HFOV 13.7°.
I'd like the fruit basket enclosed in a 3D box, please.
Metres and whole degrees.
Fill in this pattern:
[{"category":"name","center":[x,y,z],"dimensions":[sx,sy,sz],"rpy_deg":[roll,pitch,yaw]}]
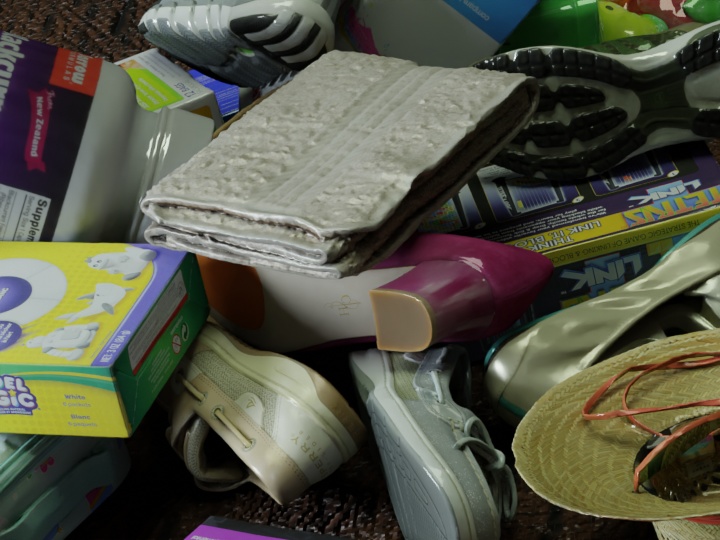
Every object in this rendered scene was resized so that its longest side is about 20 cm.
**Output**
[{"category":"fruit basket","center":[0.166,-0.158,1.846],"dimensions":[0.199,0.094,0.185],"rpy_deg":[-13,25,-5]}]

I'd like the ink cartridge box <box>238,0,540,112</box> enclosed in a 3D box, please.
[{"category":"ink cartridge box","center":[0.016,-0.140,1.775],"dimensions":[0.200,0.085,0.145],"rpy_deg":[-51,16,18]}]

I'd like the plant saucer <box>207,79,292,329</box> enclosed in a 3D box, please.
[{"category":"plant saucer","center":[-0.046,-0.028,1.649],"dimensions":[0.200,0.035,0.200],"rpy_deg":[-30,33,22]}]

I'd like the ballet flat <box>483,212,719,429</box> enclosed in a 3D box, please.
[{"category":"ballet flat","center":[0.153,0.032,1.508],"dimensions":[0.200,0.070,0.069],"rpy_deg":[-29,29,-24]}]

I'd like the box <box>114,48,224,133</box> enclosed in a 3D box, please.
[{"category":"box","center":[-0.181,-0.040,1.772],"dimensions":[0.200,0.102,0.112],"rpy_deg":[-22,26,-16]}]

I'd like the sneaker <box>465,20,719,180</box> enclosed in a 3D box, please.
[{"category":"sneaker","center":[0.146,-0.099,1.647],"dimensions":[0.199,0.077,0.089],"rpy_deg":[-6,14,5]}]

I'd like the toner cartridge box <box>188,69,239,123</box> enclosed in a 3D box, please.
[{"category":"toner cartridge box","center":[-0.043,-0.114,1.920],"dimensions":[0.199,0.043,0.095],"rpy_deg":[-20,26,-12]}]

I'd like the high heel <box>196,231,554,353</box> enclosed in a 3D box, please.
[{"category":"high heel","center":[0.000,0.000,1.525],"dimensions":[0.096,0.068,0.200],"rpy_deg":[-21,17,-41]}]

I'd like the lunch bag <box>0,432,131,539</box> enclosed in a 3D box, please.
[{"category":"lunch bag","center":[-0.215,0.107,1.515],"dimensions":[0.160,0.077,0.200],"rpy_deg":[2,30,32]}]

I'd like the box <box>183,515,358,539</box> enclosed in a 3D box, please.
[{"category":"box","center":[-0.068,0.182,1.335],"dimensions":[0.143,0.036,0.200],"rpy_deg":[6,30,37]}]

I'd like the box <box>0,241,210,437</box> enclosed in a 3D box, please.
[{"category":"box","center":[-0.189,0.031,1.512],"dimensions":[0.199,0.048,0.117],"rpy_deg":[-1,32,22]}]

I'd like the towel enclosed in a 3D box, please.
[{"category":"towel","center":[-0.010,-0.060,1.533],"dimensions":[0.132,0.035,0.200],"rpy_deg":[11,34,29]}]

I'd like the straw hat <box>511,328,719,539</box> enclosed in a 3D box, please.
[{"category":"straw hat","center":[0.167,0.099,1.322],"dimensions":[0.200,0.085,0.201],"rpy_deg":[-13,19,4]}]

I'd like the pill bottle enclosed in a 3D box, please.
[{"category":"pill bottle","center":[-0.183,-0.067,1.573],"dimensions":[0.199,0.112,0.112],"rpy_deg":[16,25,-7]}]

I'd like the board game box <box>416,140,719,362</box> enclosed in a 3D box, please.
[{"category":"board game box","center":[0.100,-0.023,1.643],"dimensions":[0.199,0.057,0.165],"rpy_deg":[-15,27,-1]}]

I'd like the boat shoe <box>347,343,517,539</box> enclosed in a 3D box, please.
[{"category":"boat shoe","center":[0.040,0.081,1.444],"dimensions":[0.065,0.075,0.202],"rpy_deg":[-15,17,-5]}]

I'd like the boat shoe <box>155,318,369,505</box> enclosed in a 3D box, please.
[{"category":"boat shoe","center":[-0.070,0.075,1.517],"dimensions":[0.065,0.072,0.200],"rpy_deg":[-46,27,-15]}]

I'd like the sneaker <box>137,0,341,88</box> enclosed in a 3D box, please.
[{"category":"sneaker","center":[-0.051,-0.173,1.745],"dimensions":[0.200,0.075,0.116],"rpy_deg":[5,66,60]}]
